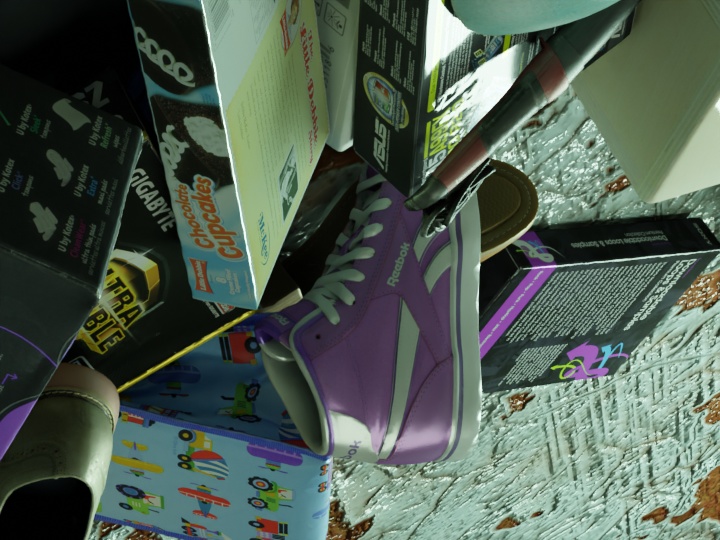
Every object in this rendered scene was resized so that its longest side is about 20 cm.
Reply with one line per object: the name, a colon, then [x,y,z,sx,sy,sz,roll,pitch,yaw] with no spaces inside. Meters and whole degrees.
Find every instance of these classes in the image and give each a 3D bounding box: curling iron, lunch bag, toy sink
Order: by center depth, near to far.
curling iron: [0.089,-0.095,1.015,0.200,0.026,0.050,-49,180,-5]
toy sink: [0.206,-0.146,1.095,0.130,0.112,0.200,-17,155,-25]
lunch bag: [-0.115,0.093,1.189,0.200,0.094,0.151,3,148,-1]

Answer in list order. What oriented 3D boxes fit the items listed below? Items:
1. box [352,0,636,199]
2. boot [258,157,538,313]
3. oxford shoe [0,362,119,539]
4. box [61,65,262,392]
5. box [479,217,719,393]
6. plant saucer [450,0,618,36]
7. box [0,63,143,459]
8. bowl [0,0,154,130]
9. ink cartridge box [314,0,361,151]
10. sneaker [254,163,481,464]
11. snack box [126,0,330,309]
box: [0.071,-0.142,0.990,0.160,0.044,0.200,-37,157,-21]
boot: [0.015,0.017,1.243,0.200,0.077,0.155,-27,151,-3]
oxford shoe: [-0.174,0.135,1.047,0.071,0.074,0.200,13,131,-15]
box: [-0.148,0.004,1.008,0.160,0.049,0.200,-28,154,-1]
box: [0.134,0.026,1.426,0.200,0.036,0.143,-3,142,-40]
plant saucer: [0.121,-0.173,0.916,0.201,0.039,0.201,-40,158,-20]
box: [-0.203,-0.026,0.826,0.200,0.106,0.122,25,128,-15]
bowl: [-0.165,-0.079,0.947,0.200,0.039,0.201,-24,151,-14]
ink cartridge box: [0.055,-0.166,1.045,0.200,0.050,0.162,-37,158,-31]
sneaker: [0.000,0.000,1.106,0.114,0.201,0.073,2,166,-24]
snack box: [-0.054,-0.090,0.939,0.037,0.116,0.200,11,142,14]
